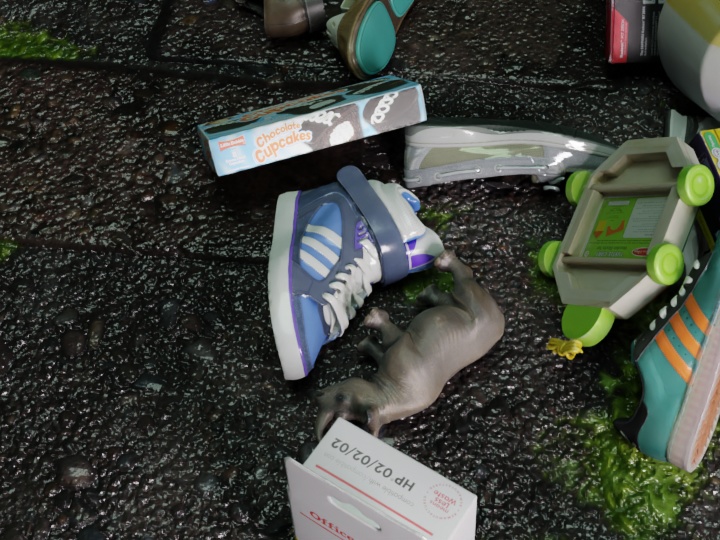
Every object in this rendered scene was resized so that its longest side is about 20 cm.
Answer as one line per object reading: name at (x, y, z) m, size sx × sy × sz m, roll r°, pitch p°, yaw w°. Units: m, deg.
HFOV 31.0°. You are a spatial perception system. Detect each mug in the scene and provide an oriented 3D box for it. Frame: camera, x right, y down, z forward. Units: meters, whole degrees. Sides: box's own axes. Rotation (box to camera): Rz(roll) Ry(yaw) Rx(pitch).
mug at (0.342, -0.209, 1.154) m, size 0.148 × 0.188 × 0.154 m, roll -24°, pitch 22°, yaw 15°

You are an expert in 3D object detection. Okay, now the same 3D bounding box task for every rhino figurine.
rhino figurine at (0.037, 0.073, 1.062) m, size 0.200 × 0.060 × 0.087 m, roll -40°, pitch 62°, yaw -22°

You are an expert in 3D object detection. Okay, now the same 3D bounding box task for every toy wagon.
toy wagon at (0.211, -0.016, 1.079) m, size 0.039 × 0.155 × 0.202 m, roll 28°, pitch 78°, yaw -26°

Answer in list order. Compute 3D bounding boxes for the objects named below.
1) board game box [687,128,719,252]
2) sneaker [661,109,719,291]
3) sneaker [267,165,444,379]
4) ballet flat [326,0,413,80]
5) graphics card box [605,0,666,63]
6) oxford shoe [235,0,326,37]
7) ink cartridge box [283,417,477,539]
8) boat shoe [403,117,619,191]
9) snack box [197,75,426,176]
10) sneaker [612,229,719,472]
board game box at (0.374, -0.028, 1.077) m, size 0.163 × 0.057 × 0.202 m, roll -10°, pitch 67°, yaw -18°
sneaker at (0.319, -0.063, 1.140) m, size 0.114 × 0.076 × 0.202 m, roll 6°, pitch 51°, yaw 10°
sneaker at (0.000, 0.000, 1.105) m, size 0.144 × 0.081 × 0.202 m, roll -5°, pitch 47°, yaw 5°
ballet flat at (0.007, -0.262, 1.323) m, size 0.071 × 0.068 × 0.201 m, roll -1°, pitch 48°, yaw 30°
graphics card box at (0.339, -0.268, 1.265) m, size 0.197 × 0.127 × 0.051 m, roll -1°, pitch 16°, yaw 4°
oxford shoe at (-0.102, -0.324, 1.366) m, size 0.083 × 0.073 × 0.202 m, roll -16°, pitch 53°, yaw -6°
ink cartridge box at (0.016, 0.180, 0.891) m, size 0.114 × 0.201 × 0.068 m, roll 27°, pitch 58°, yaw 21°
boat shoe at (0.138, -0.102, 1.193) m, size 0.199 × 0.066 × 0.075 m, roll 4°, pitch 14°, yaw 1°
snack box at (-0.048, -0.137, 1.203) m, size 0.197 × 0.038 × 0.116 m, roll -16°, pitch 15°, yaw -9°
sneaker at (0.252, 0.049, 1.009) m, size 0.079 × 0.071 × 0.203 m, roll 20°, pitch 96°, yaw 29°
